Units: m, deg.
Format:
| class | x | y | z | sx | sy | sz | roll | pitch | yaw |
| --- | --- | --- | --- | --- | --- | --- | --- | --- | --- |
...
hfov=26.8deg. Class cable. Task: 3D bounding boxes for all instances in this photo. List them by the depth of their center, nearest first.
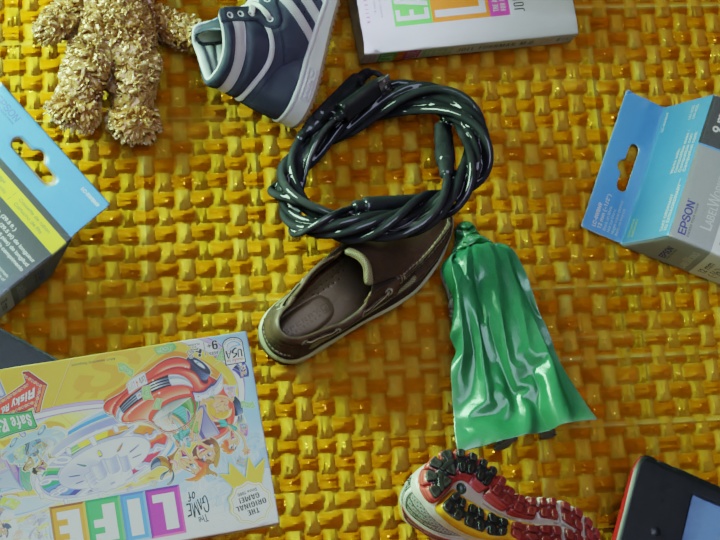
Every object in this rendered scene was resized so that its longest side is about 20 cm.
| class | x | y | z | sx | sy | sz | roll | pitch | yaw |
| --- | --- | --- | --- | --- | --- | --- | --- | --- | --- |
| cable | 0.016 | -0.085 | 1.281 | 0.163 | 0.051 | 0.200 | 30 | 60 | 21 |

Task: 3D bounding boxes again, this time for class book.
| class | x | y | z | sx | sy | sz | roll | pitch | yaw |
| --- | --- | --- | --- | --- | --- | --- | --- | --- | --- |
| book | 0.087 | -0.262 | 1.368 | 0.200 | 0.048 | 0.134 | -8 | 80 | -12 |

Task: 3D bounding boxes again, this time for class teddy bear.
| class | x | y | z | sx | sy | sz | roll | pitch | yaw |
| --- | --- | --- | --- | --- | --- | --- | --- | --- | --- |
| teddy bear | -0.208 | -0.203 | 1.297 | 0.145 | 0.067 | 0.200 | 24 | 73 | -3 |

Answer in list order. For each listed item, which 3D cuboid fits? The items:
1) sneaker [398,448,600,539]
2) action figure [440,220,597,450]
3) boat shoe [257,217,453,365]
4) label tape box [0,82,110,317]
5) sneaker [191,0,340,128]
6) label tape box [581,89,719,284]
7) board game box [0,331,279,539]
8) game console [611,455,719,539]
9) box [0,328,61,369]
| class | x | y | z | sx | sy | sz | roll | pitch | yaw |
| --- | --- | --- | --- | --- | --- | --- | --- | --- | --- |
| sneaker | 0.119 | 0.215 | 1.228 | 0.200 | 0.082 | 0.078 | 36 | 53 | -12 |
| action figure | 0.114 | 0.048 | 1.278 | 0.118 | 0.055 | 0.200 | -10 | 69 | -9 |
| boat shoe | 0.004 | 0.005 | 1.263 | 0.202 | 0.075 | 0.075 | -42 | 84 | -16 |
| label tape box | -0.325 | -0.033 | 1.236 | 0.200 | 0.063 | 0.144 | -40 | 83 | -16 |
| sneaker | -0.079 | -0.232 | 1.303 | 0.108 | 0.070 | 0.200 | 18 | 72 | -25 |
| label tape box | 0.314 | -0.071 | 1.332 | 0.200 | 0.066 | 0.144 | 22 | 73 | -3 |
| board game box | -0.164 | 0.123 | 1.023 | 0.200 | 0.034 | 0.135 | -9 | 78 | -10 |
| game console | 0.288 | 0.266 | 1.233 | 0.200 | 0.031 | 0.177 | 24 | 73 | -14 |
| box | -0.246 | 0.139 | 1.129 | 0.200 | 0.198 | 0.123 | 29 | 74 | 1 |
